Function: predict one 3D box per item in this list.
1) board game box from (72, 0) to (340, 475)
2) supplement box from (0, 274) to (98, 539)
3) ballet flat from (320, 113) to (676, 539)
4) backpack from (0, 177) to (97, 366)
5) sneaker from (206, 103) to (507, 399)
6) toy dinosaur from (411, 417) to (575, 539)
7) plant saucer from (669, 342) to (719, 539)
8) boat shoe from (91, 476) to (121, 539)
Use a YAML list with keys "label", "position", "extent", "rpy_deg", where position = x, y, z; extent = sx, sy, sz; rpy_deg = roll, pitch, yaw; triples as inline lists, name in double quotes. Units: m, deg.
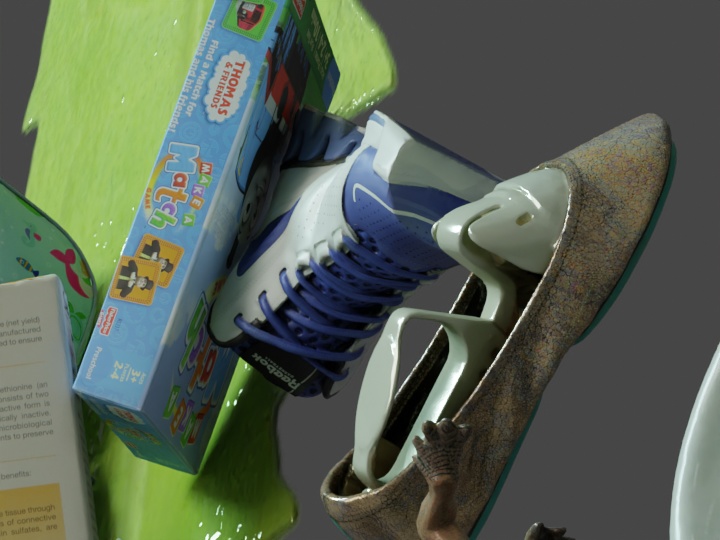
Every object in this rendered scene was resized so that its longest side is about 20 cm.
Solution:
- label: "board game box"
  position: [-0.063, -0.022, 1.298]
  extent: [0.151, 0.037, 0.200]
  rpy_deg: [68, -138, -75]
- label: "supplement box"
  position: [-0.172, 0.111, 1.243]
  extent: [0.074, 0.126, 0.200]
  rpy_deg: [99, 163, -82]
- label: "ballet flat"
  position: [0.048, 0.018, 1.107]
  extent: [0.200, 0.067, 0.068]
  rpy_deg: [-62, 24, -8]
- label: "backpack"
  position: [-0.223, 0.026, 1.507]
  extent: [0.151, 0.177, 0.200]
  rpy_deg: [-43, 15, 31]
- label: "sneaker"
  position: [0.000, 0.000, 1.229]
  extent: [0.115, 0.080, 0.199]
  rpy_deg: [-64, 17, -4]
- label: "toy dinosaur"
  position: [0.024, 0.144, 0.992]
  extent: [0.200, 0.086, 0.136]
  rpy_deg: [-42, 35, 46]
- label: "plant saucer"
  position: [0.172, 0.039, 0.856]
  extent: [0.200, 0.050, 0.200]
  rpy_deg: [-45, 26, 30]
- label: "boat shoe"
  position: [-0.156, 0.144, 1.361]
  extent: [0.075, 0.062, 0.200]
  rpy_deg: [-61, -1, 24]
